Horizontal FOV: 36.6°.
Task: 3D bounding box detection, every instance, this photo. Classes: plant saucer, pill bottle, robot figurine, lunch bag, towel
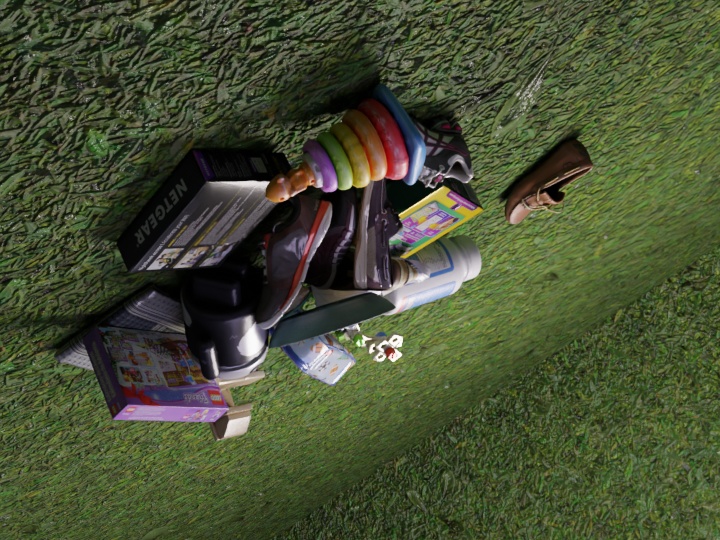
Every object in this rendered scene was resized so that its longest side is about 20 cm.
[{"bbox_3d":[-0.047,0.069,1.619,0.200,0.036,0.200,-18,-179,0],"label":"plant saucer"},{"bbox_3d":[0.110,0.001,1.912,0.200,0.112,0.112,-16,158,-31],"label":"pill bottle"},{"bbox_3d":[-0.194,0.069,1.587,0.150,0.125,0.200,-25,138,-26],"label":"robot figurine"},{"bbox_3d":[-0.097,0.112,1.842,0.076,0.160,0.200,-46,155,-1],"label":"lunch bag"},{"bbox_3d":[-0.331,0.097,1.647,0.193,0.035,0.200,-35,152,12],"label":"towel"}]

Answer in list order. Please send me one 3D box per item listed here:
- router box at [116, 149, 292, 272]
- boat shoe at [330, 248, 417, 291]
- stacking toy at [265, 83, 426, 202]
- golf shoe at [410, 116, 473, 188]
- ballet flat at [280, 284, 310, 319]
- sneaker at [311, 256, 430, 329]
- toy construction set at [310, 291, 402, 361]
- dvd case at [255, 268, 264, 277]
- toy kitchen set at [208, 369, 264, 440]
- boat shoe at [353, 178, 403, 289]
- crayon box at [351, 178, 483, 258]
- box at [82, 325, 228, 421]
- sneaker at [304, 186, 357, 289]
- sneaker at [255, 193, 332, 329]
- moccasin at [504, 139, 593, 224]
[{"bbox_3d":[-0.194,-0.073,1.373,0.149,0.051,0.200,-5,150,-47],"label":"router box"},{"bbox_3d":[0.000,0.000,1.677,0.200,0.072,0.076,14,-170,41],"label":"boat shoe"},{"bbox_3d":[-0.030,-0.135,1.341,0.200,0.110,0.116,-27,159,-14],"label":"stacking toy"},{"bbox_3d":[0.079,-0.159,1.486,0.200,0.088,0.077,-10,156,-40],"label":"golf shoe"},{"bbox_3d":[-0.128,0.041,1.639,0.067,0.062,0.200,-43,-175,-17],"label":"ballet flat"},{"bbox_3d":[0.013,0.038,1.760,0.200,0.115,0.075,0,175,0],"label":"sneaker"},{"bbox_3d":[-0.016,0.085,1.865,0.092,0.200,0.131,-38,141,-14],"label":"toy construction set"},{"bbox_3d":[-0.228,0.060,1.735,0.149,0.016,0.200,-8,153,-47],"label":"dvd case"},{"bbox_3d":[-0.189,0.177,1.807,0.180,0.163,0.200,-25,168,31],"label":"toy kitchen set"},{"bbox_3d":[0.029,-0.065,1.548,0.065,0.200,0.072,6,-160,1],"label":"boat shoe"},{"bbox_3d":[0.081,-0.090,1.713,0.173,0.058,0.200,-31,162,17],"label":"crayon box"},{"bbox_3d":[-0.297,0.153,1.587,0.039,0.137,0.200,-43,150,24],"label":"box"},{"bbox_3d":[-0.078,-0.050,1.581,0.115,0.076,0.200,6,132,-17],"label":"sneaker"},{"bbox_3d":[-0.113,-0.018,1.514,0.200,0.082,0.077,-65,-168,1],"label":"sneaker"},{"bbox_3d":[0.328,-0.141,1.901,0.074,0.078,0.201,-6,151,-49],"label":"moccasin"}]
